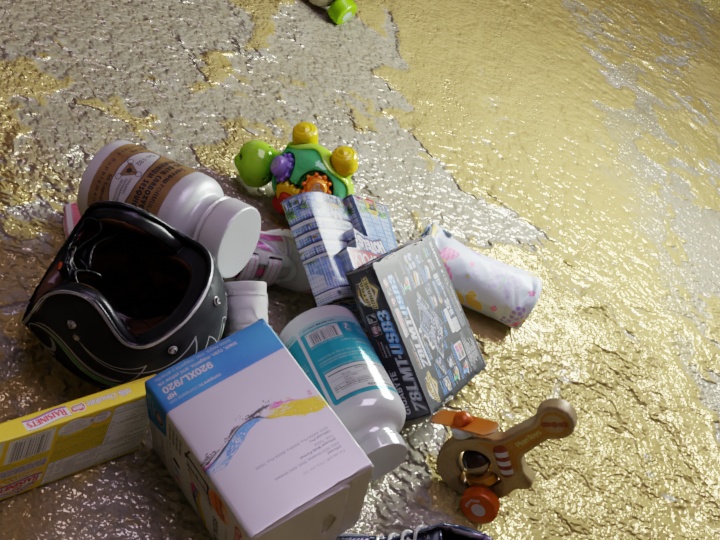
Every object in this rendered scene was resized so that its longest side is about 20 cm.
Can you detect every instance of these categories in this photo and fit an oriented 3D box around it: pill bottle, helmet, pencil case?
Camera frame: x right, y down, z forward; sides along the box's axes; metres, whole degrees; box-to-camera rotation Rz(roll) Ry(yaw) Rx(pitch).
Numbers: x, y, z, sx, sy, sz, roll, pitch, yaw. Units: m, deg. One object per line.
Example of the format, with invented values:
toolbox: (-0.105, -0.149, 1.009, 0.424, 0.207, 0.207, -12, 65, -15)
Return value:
pill bottle: (-0.224, -0.069, 1.296, 0.199, 0.115, 0.114, 24, 32, 21)
pill bottle: (-0.018, 0.146, 1.295, 0.110, 0.111, 0.200, 0, 46, -35)
helmet: (-0.244, 0.040, 1.186, 0.190, 0.200, 0.200, 32, 34, -18)
pencil case: (0.166, 0.009, 1.613, 0.199, 0.083, 0.091, 27, 58, -6)

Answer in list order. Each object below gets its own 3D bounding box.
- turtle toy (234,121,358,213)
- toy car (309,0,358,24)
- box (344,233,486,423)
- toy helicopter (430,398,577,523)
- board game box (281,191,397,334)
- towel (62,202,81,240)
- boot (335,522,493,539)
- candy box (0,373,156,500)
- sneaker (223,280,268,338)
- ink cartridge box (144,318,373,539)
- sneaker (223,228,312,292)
turtle toy: (-0.089, -0.129, 1.570, 0.200, 0.146, 0.101, 34, 56, 24)
toy car: (-0.016, -0.588, 2.168, 0.164, 0.158, 0.200, 52, 27, 9)
box: (0.074, 0.068, 1.401, 0.198, 0.050, 0.201, -28, 96, -60)
toy helicopter: (0.166, 0.199, 1.283, 0.132, 0.200, 0.079, 47, 36, -6)
board game box: (0.000, 0.000, 1.445, 0.200, 0.062, 0.200, 11, 55, -62)
towel: (-0.266, -0.044, 1.371, 0.199, 0.030, 0.147, -11, 47, -11)
boot: (0.042, 0.298, 1.169, 0.199, 0.090, 0.073, 13, 39, -23)
candy box: (-0.290, 0.167, 1.082, 0.200, 0.102, 0.026, -15, 56, -46)
sneaker: (-0.140, 0.079, 1.296, 0.073, 0.200, 0.116, -3, 84, -6)
ink cartridge box: (-0.106, 0.189, 1.117, 0.144, 0.147, 0.200, -28, 61, -24)
sneaker: (-0.142, -0.012, 1.434, 0.199, 0.082, 0.088, 20, 37, -1)
